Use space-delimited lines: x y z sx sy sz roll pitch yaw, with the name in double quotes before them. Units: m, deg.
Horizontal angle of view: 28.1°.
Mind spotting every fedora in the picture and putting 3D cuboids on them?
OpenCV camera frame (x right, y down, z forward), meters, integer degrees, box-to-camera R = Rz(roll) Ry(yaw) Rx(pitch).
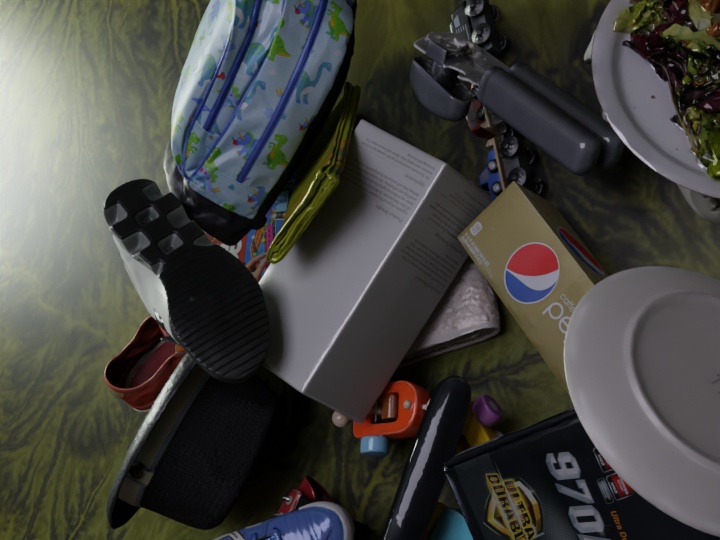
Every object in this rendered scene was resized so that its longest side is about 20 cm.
"fedora" -0.123 0.140 1.172 0.091 0.201 0.201 30 95 3

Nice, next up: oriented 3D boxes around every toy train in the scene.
"toy train" 0.052 0.165 1.079 0.150 0.056 0.201 -17 64 35
"toy train" 0.103 -0.130 1.145 0.046 0.034 0.201 -27 61 31

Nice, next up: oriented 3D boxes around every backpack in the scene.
"backpack" -0.079 -0.150 1.141 0.200 0.154 0.163 -41 23 26

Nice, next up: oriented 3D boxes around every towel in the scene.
"towel" 0.017 0.015 1.162 0.199 0.034 0.133 -21 65 30
"towel" -0.036 -0.080 1.116 0.086 0.018 0.200 -52 12 24

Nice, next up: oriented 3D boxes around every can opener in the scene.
"can opener" 0.111 -0.121 1.092 0.200 0.053 0.067 43 132 35
"can opener" 0.040 0.171 1.021 0.063 0.078 0.201 143 144 -75

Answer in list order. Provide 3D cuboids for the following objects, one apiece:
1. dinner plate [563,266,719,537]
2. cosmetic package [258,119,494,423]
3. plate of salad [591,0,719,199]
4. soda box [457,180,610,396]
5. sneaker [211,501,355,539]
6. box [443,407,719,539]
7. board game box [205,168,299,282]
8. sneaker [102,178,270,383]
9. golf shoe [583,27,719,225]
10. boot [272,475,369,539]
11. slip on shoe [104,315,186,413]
"dinner plate" 0.221 0.074 0.898 0.024 0.199 0.201 -60 42 49
"cosmetic package" 0.000 0.000 1.099 0.108 0.085 0.200 34 92 43
"plate of salad" 0.256 -0.140 0.968 0.199 0.048 0.201 0 66 0
"soda box" 0.154 0.032 1.032 0.064 0.068 0.200 -45 54 16
"sneaker" -0.093 0.233 1.064 0.200 0.077 0.076 -31 68 5
"box" 0.164 0.188 0.944 0.159 0.046 0.201 -25 85 28
"board game box" -0.085 -0.052 1.235 0.103 0.019 0.201 -12 55 28
"sneaker" -0.126 0.021 1.102 0.074 0.089 0.200 -25 54 -17
"golf shoe" 0.222 -0.109 1.041 0.097 0.078 0.201 -46 50 48
"boot" -0.092 0.227 1.142 0.199 0.072 0.145 8 80 22
"slip on shoe" -0.147 0.049 1.258 0.200 0.061 0.074 -42 53 17
